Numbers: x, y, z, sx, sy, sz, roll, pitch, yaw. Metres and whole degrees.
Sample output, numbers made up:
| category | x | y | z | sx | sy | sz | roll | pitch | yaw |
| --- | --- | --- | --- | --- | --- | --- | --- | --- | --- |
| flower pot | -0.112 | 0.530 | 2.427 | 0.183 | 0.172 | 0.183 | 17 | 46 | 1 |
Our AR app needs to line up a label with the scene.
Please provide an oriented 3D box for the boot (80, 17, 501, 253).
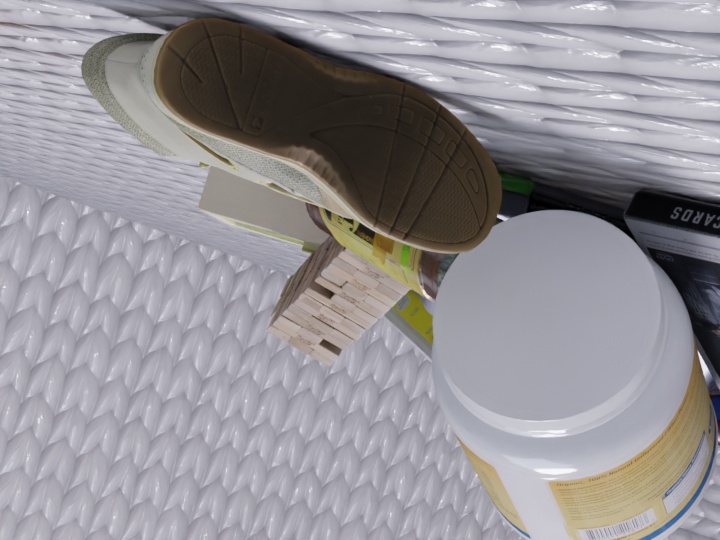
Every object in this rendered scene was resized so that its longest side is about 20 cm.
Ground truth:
| category | x | y | z | sx | sy | sz | roll | pitch | yaw |
| --- | --- | --- | --- | --- | --- | --- | --- | --- | --- |
| boot | -0.037 | -0.071 | 1.121 | 0.199 | 0.072 | 0.155 | 24 | 174 | -24 |

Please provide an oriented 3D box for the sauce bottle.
| category | x | y | z | sx | sy | sz | roll | pitch | yaw |
| --- | --- | --- | --- | --- | --- | --- | --- | --- | --- |
| sauce bottle | 0.009 | -0.038 | 1.308 | 0.065 | 0.065 | 0.200 | 20 | -173 | -45 |

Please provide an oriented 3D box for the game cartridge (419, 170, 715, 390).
| category | x | y | z | sx | sy | sz | roll | pitch | yaw |
| --- | --- | --- | --- | --- | --- | --- | --- | --- | --- |
| game cartridge | 0.143 | 0.014 | 1.344 | 0.199 | 0.041 | 0.133 | 17 | 145 | -4 |

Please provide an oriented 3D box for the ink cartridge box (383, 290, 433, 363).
| category | x | y | z | sx | sy | sz | roll | pitch | yaw |
| --- | --- | --- | --- | --- | --- | --- | --- | --- | --- |
| ink cartridge box | 0.089 | 0.072 | 1.630 | 0.198 | 0.047 | 0.200 | 39 | -176 | -34 |

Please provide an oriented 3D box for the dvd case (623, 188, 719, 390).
| category | x | y | z | sx | sy | sz | roll | pitch | yaw |
| --- | --- | --- | --- | --- | --- | --- | --- | --- | --- |
| dvd case | 0.243 | 0.036 | 1.201 | 0.150 | 0.025 | 0.200 | 14 | 152 | 39 |

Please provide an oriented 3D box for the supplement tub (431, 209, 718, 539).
| category | x | y | z | sx | sy | sz | roll | pitch | yaw |
| --- | --- | --- | --- | --- | --- | --- | --- | --- | --- |
| supplement tub | 0.120 | 0.066 | 1.220 | 0.144 | 0.145 | 0.200 | 16 | 159 | 22 |

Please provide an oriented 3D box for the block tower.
| category | x | y | z | sx | sy | sz | roll | pitch | yaw |
| --- | --- | --- | --- | --- | --- | --- | --- | --- | --- |
| block tower | 0.000 | 0.000 | 1.471 | 0.058 | 0.054 | 0.200 | 29 | 148 | -8 |

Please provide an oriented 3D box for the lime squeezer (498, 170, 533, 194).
| category | x | y | z | sx | sy | sz | roll | pitch | yaw |
| --- | --- | --- | --- | --- | --- | --- | --- | --- | --- |
| lime squeezer | 0.013 | -0.074 | 1.232 | 0.199 | 0.038 | 0.071 | 17 | -152 | -12 |

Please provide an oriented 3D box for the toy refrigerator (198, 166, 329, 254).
| category | x | y | z | sx | sy | sz | roll | pitch | yaw |
| --- | --- | --- | --- | --- | --- | --- | --- | --- | --- |
| toy refrigerator | -0.007 | -0.038 | 1.551 | 0.199 | 0.070 | 0.076 | 16 | 176 | 13 |

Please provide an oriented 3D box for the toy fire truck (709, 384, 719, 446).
| category | x | y | z | sx | sy | sz | roll | pitch | yaw |
| --- | --- | --- | --- | --- | --- | --- | --- | --- | --- |
| toy fire truck | 0.287 | 0.096 | 1.425 | 0.167 | 0.113 | 0.200 | 1 | -171 | -12 |
